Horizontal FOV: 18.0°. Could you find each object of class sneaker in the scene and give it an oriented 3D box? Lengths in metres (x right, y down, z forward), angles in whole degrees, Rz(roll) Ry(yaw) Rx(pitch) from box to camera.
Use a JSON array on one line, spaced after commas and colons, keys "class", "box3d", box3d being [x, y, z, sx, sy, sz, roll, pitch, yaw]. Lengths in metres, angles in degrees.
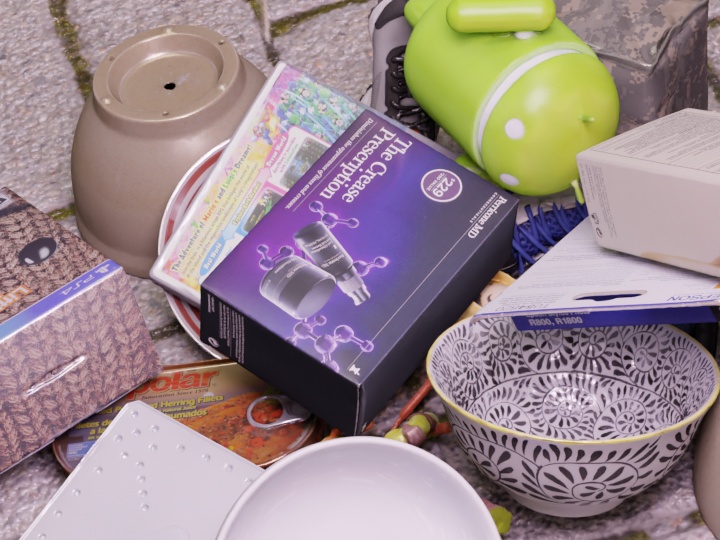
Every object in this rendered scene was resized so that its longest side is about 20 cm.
[{"class": "sneaker", "box3d": [0.146, -0.039, 1.737, 0.199, 0.081, 0.115, 8, 52, 40]}, {"class": "sneaker", "box3d": [0.041, -0.142, 1.784, 0.073, 0.201, 0.080, -2, 52, -9]}]

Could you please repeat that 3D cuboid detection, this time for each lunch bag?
[{"class": "lunch bag", "box3d": [0.167, -0.156, 1.789, 0.199, 0.165, 0.118, 21, 52, 27]}]

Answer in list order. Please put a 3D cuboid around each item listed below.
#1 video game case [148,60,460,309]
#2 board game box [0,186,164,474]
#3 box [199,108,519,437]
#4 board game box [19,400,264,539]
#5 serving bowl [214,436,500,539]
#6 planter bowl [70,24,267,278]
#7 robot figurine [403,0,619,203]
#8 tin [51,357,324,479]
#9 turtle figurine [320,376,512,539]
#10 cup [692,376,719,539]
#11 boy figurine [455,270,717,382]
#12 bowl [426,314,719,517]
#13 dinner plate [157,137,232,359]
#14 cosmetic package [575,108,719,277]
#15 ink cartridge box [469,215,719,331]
[{"class": "video game case", "box3d": [-0.033, -0.035, 1.718, 0.181, 0.024, 0.201, 28, 76, 9]}, {"class": "board game box", "box3d": [-0.271, 0.043, 1.691, 0.159, 0.097, 0.200, -33, 35, -21]}, {"class": "box", "box3d": [0.000, 0.000, 1.619, 0.141, 0.079, 0.200, 32, 59, 16]}, {"class": "board game box", "box3d": [-0.139, 0.209, 1.546, 0.199, 0.026, 0.200, 26, 67, 29]}, {"class": "serving bowl", "box3d": [-0.008, 0.205, 1.471, 0.199, 0.201, 0.066, -22, 6, -12]}, {"class": "planter bowl", "box3d": [-0.145, -0.110, 1.825, 0.199, 0.135, 0.201, -6, 44, 5]}, {"class": "robot figurine", "box3d": [0.109, -0.134, 1.650, 0.115, 0.176, 0.200, -23, 48, -21]}, {"class": "tin", "box3d": [-0.124, 0.118, 1.660, 0.199, 0.042, 0.112, -7, 48, 5]}, {"class": "turtle figurine", "box3d": [0.026, 0.148, 1.580, 0.200, 0.065, 0.161, -39, 51, -26]}, {"class": "cup", "box3d": [0.321, 0.092, 1.525, 0.199, 0.144, 0.201, -5, 44, 5]}, {"class": "boy figurine", "box3d": [0.166, 0.030, 1.676, 0.199, 0.065, 0.125, 6, 49, 12]}, {"class": "bowl", "box3d": [0.143, 0.107, 1.558, 0.199, 0.095, 0.201, 1, 25, -1]}, {"class": "dinner plate", "box3d": [-0.055, -0.013, 1.738, 0.199, 0.024, 0.202, 0, 76, -1]}, {"class": "cosmetic package", "box3d": [0.239, -0.051, 1.497, 0.105, 0.072, 0.200, -22, 17, -19]}, {"class": "ink cartridge box", "box3d": [0.205, 0.004, 1.553, 0.199, 0.041, 0.200, -4, 21, 37]}]
